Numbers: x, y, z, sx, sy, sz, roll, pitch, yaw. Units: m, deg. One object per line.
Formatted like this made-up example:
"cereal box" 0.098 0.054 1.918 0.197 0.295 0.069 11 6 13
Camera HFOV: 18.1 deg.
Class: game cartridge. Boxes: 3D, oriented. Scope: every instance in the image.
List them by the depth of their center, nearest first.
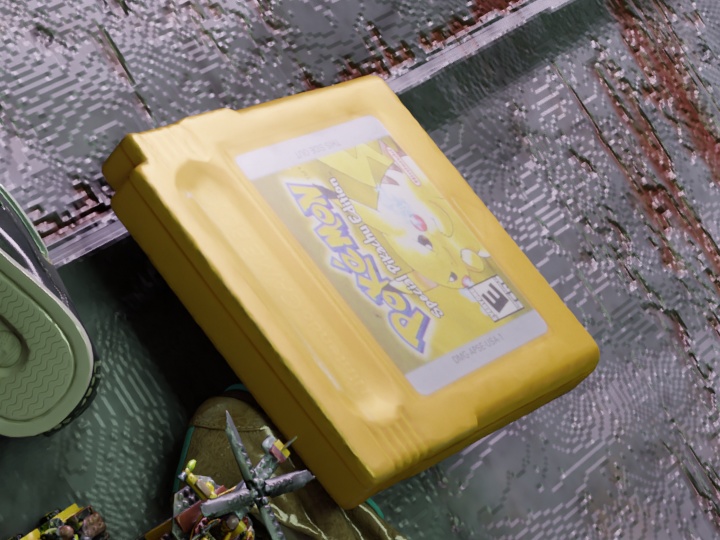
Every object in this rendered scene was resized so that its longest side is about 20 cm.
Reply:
"game cartridge" 0.000 0.000 0.966 0.177 0.032 0.200 51 31 11

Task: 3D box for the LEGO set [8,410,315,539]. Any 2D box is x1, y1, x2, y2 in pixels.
"LEGO set" -0.047 0.160 0.808 0.153 0.116 0.201 -20 80 -46

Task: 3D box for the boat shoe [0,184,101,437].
"boat shoe" -0.171 -0.021 0.859 0.200 0.072 0.068 51 6 4

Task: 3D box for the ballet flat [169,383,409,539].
"ballet flat" 0.002 0.129 0.918 0.200 0.068 0.073 40 65 -17
